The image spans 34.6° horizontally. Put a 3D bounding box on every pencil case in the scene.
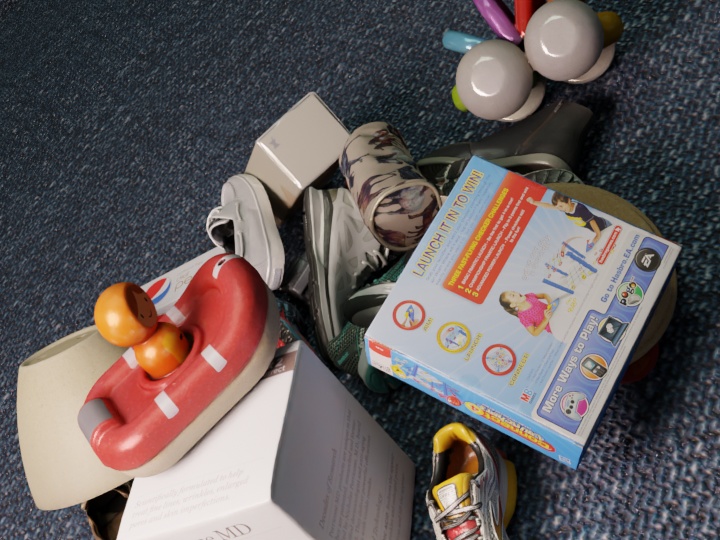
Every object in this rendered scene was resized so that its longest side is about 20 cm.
[{"bbox_3d":[0.033,-0.092,1.213,0.088,0.079,0.200,-1,26,-12],"label":"pencil case"}]

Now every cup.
[{"bbox_3d":[-0.293,0.145,1.258,0.199,0.144,0.200,-24,12,5],"label":"cup"}]

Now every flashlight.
[{"bbox_3d":[-0.024,-0.048,1.353,0.068,0.068,0.201,18,69,46],"label":"flashlight"}]

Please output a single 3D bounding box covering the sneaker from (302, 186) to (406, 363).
[{"bbox_3d":[0.000,0.000,1.260,0.114,0.076,0.203,-2,70,-7],"label":"sneaker"}]

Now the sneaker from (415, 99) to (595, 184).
[{"bbox_3d":[0.158,-0.125,1.260,0.199,0.075,0.107,2,46,38],"label":"sneaker"}]

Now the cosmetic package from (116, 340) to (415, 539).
[{"bbox_3d":[-0.072,0.200,1.001,0.164,0.200,0.166,-21,39,27],"label":"cosmetic package"}]

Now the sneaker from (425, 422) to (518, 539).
[{"bbox_3d":[0.083,0.213,0.941,0.077,0.082,0.201,-26,38,21],"label":"sneaker"}]

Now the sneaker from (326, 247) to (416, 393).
[{"bbox_3d":[0.032,0.027,1.193,0.091,0.078,0.201,11,58,41],"label":"sneaker"}]

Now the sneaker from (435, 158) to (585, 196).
[{"bbox_3d":[0.156,-0.060,1.166,0.199,0.085,0.078,13,81,42],"label":"sneaker"}]

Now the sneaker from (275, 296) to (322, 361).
[{"bbox_3d":[-0.089,0.064,1.268,0.200,0.095,0.080,38,123,39],"label":"sneaker"}]

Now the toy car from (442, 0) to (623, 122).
[{"bbox_3d":[0.177,-0.256,1.260,0.199,0.151,0.175,-28,-2,19],"label":"toy car"}]

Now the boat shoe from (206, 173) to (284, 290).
[{"bbox_3d":[-0.142,-0.046,1.338,0.201,0.068,0.072,-111,33,-44],"label":"boat shoe"}]

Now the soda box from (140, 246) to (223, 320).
[{"bbox_3d":[-0.207,0.035,1.427,0.199,0.068,0.064,-26,37,21],"label":"soda box"}]

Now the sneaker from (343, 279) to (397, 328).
[{"bbox_3d":[0.072,0.065,1.073,0.198,0.074,0.080,16,70,19],"label":"sneaker"}]

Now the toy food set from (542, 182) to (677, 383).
[{"bbox_3d":[0.183,0.012,1.024,0.197,0.049,0.201,27,66,17],"label":"toy food set"}]

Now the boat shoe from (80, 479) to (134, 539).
[{"bbox_3d":[-0.263,0.250,1.240,0.075,0.075,0.202,-45,35,-7],"label":"boat shoe"}]

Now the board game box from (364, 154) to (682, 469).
[{"bbox_3d":[0.135,0.029,0.959,0.195,0.056,0.201,26,66,17],"label":"board game box"}]

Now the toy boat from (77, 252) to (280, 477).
[{"bbox_3d":[-0.165,0.060,0.953,0.200,0.131,0.130,-45,32,-8],"label":"toy boat"}]

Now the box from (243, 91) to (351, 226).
[{"bbox_3d":[-0.079,-0.129,1.384,0.095,0.078,0.200,-43,1,-14],"label":"box"}]
